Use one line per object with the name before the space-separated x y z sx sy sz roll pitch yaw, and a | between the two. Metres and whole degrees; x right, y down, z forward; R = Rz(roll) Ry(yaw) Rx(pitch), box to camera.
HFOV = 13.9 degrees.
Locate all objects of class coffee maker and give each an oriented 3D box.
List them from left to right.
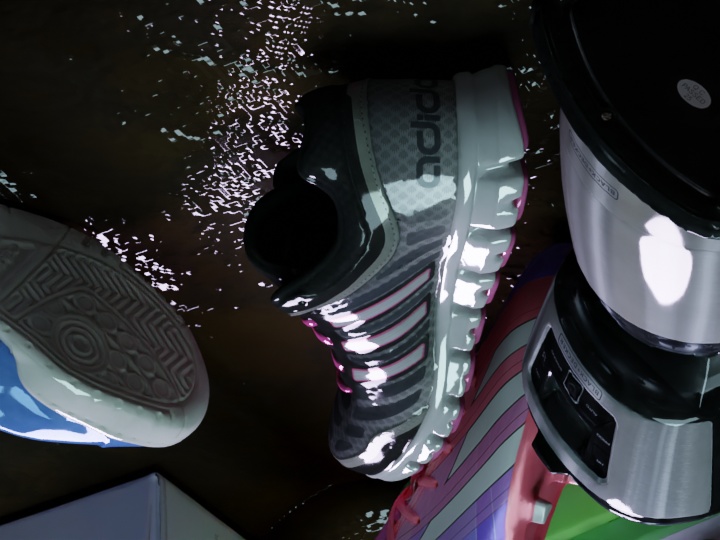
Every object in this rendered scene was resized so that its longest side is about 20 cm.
coffee maker | 0.148 -0.021 0.948 0.191 0.135 0.200 -6 148 -2

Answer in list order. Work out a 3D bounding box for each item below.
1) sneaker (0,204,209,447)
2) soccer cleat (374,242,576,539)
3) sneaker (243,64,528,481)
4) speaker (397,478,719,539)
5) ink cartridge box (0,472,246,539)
sneaker | -0.161 0.030 1.060 0.199 0.077 0.111 22 133 -24
soccer cleat | 0.041 0.084 1.090 0.076 0.201 0.067 15 -169 21
sneaker | 0.000 0.000 1.033 0.087 0.074 0.200 6 142 -6
speaker | 0.109 0.078 1.135 0.199 0.089 0.088 -27 138 32
ink cartridge box | -0.091 0.181 1.277 0.145 0.085 0.200 -20 143 24
